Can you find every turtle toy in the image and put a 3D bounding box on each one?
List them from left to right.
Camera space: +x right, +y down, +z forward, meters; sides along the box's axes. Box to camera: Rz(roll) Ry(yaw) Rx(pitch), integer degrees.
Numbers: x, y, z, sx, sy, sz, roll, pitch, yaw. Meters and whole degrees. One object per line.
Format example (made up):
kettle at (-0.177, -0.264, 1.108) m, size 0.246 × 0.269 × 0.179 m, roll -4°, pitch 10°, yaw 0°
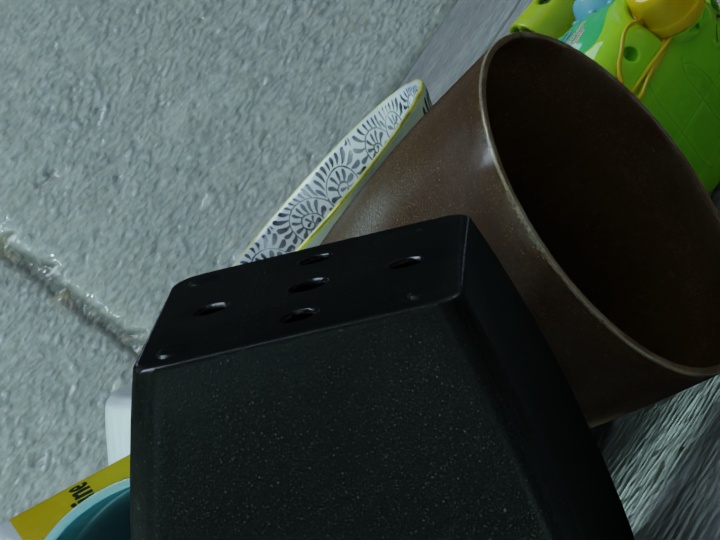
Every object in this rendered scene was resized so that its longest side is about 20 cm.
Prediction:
turtle toy at (0.133, -0.070, 1.402) m, size 0.101 × 0.146 × 0.200 m, roll 17°, pitch 66°, yaw 47°

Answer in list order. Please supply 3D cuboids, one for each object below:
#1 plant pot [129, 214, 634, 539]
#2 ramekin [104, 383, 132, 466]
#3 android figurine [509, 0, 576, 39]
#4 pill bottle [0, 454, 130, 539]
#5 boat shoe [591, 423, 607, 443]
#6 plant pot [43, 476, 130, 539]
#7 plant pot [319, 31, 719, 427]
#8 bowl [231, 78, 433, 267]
plant pot at (0.001, 0.087, 1.098) m, size 0.199 × 0.178 × 0.200 m, roll -13°, pitch 14°, yaw 8°
ramekin at (-0.074, 0.114, 1.725) m, size 0.200 × 0.098 × 0.200 m, roll -8°, pitch 5°, yaw 1°
android figurine at (0.144, -0.099, 1.503) m, size 0.041 × 0.182 × 0.200 m, roll 18°, pitch 56°, yaw 45°
pill bottle at (-0.141, 0.174, 1.501) m, size 0.200 × 0.113 × 0.112 m, roll -29°, pitch 1°, yaw -13°
boat shoe at (0.094, 0.072, 1.358) m, size 0.062 × 0.073 × 0.200 m, roll -53°, pitch 0°, yaw 35°
plant pot at (-0.053, 0.182, 1.354) m, size 0.200 × 0.200 × 0.188 m, roll -51°, pitch -7°, yaw 16°
plant pot at (0.051, 0.018, 1.268) m, size 0.200 × 0.187 × 0.187 m, roll -36°, pitch 14°, yaw 30°
bowl at (0.000, 0.000, 1.427) m, size 0.201 × 0.094 × 0.201 m, roll -48°, pitch 8°, yaw 9°
